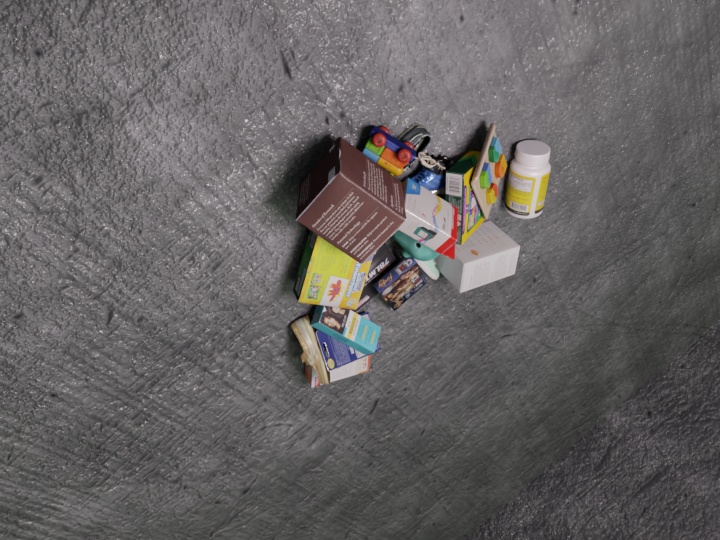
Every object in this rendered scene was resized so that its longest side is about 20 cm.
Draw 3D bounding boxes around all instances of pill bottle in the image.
[{"bbox_3d":[0.481,-0.261,1.770,0.113,0.114,0.202,-18,131,-21],"label":"pill bottle"}]

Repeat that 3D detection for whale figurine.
[{"bbox_3d":[0.131,-0.098,1.620,0.104,0.198,0.160,-52,160,-57],"label":"whale figurine"}]

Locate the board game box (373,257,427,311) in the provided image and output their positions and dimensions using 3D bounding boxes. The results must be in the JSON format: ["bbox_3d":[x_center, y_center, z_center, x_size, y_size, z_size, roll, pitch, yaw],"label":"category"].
[{"bbox_3d":[0.118,0.038,1.767,0.135,0.035,0.200,-41,157,0],"label":"board game box"}]

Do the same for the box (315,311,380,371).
[{"bbox_3d":[-0.040,0.203,1.765,0.199,0.032,0.122,-16,87,-39],"label":"box"}]

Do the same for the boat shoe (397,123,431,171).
[{"bbox_3d":[0.098,-0.280,1.543,0.200,0.062,0.073,-47,134,3],"label":"boat shoe"}]

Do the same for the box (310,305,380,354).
[{"bbox_3d":[-0.039,0.156,1.729,0.199,0.049,0.083,31,60,-26],"label":"box"}]

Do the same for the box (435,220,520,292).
[{"bbox_3d":[0.339,-0.044,1.815,0.198,0.153,0.107,-17,131,-20],"label":"box"}]

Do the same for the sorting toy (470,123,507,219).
[{"bbox_3d":[0.350,-0.261,1.650,0.187,0.036,0.200,-69,153,-19],"label":"sorting toy"}]

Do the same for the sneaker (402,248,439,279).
[{"bbox_3d":[0.205,-0.058,1.774,0.118,0.074,0.200,-45,136,0],"label":"sneaker"}]

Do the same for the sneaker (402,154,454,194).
[{"bbox_3d":[0.160,-0.244,1.599,0.198,0.077,0.112,-15,136,-28],"label":"sneaker"}]

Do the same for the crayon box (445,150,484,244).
[{"bbox_3d":[0.284,-0.198,1.657,0.172,0.058,0.202,-43,138,-48],"label":"crayon box"}]

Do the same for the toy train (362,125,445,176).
[{"bbox_3d":[0.091,-0.251,1.495,0.199,0.085,0.116,31,117,-5],"label":"toy train"}]

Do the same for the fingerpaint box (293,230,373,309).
[{"bbox_3d":[-0.066,-0.012,1.579,0.165,0.073,0.202,8,113,-23],"label":"fingerpaint box"}]

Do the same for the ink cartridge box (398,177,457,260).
[{"bbox_3d":[0.172,-0.123,1.503,0.199,0.117,0.067,28,136,-20],"label":"ink cartridge box"}]

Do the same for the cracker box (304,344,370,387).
[{"bbox_3d":[-0.066,0.260,1.850,0.198,0.058,0.135,-12,127,-26],"label":"cracker box"}]

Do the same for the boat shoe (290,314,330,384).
[{"bbox_3d":[-0.139,0.227,1.725,0.066,0.074,0.202,-19,89,4],"label":"boat shoe"}]

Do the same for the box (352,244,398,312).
[{"bbox_3d":[0.000,0.000,1.705,0.199,0.050,0.199,-38,134,-1],"label":"box"}]

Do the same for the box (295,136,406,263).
[{"bbox_3d":[-0.021,-0.160,1.426,0.199,0.167,0.164,32,122,-24],"label":"box"}]
